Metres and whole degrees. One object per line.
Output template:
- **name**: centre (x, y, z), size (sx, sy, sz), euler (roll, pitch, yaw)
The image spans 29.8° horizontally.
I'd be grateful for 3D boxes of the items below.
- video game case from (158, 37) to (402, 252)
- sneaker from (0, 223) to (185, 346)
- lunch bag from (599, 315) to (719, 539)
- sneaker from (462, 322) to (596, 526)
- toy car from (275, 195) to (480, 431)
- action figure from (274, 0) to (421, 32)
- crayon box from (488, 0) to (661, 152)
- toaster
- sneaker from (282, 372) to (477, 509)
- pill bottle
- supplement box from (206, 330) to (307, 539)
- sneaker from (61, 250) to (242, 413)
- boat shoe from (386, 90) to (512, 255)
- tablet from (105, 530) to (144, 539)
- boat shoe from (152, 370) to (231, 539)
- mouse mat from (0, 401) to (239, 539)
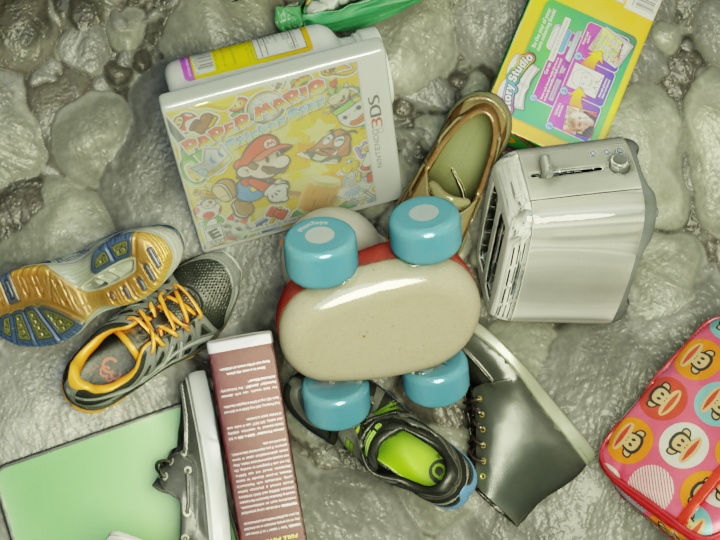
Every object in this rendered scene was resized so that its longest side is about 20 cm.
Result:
- **video game case**: centre (-0.065, -0.108, 1.208), size (0.198, 0.183, 0.023), euler (-15, 48, -5)
- **sneaker**: centre (-0.246, 0.012, 1.230), size (0.198, 0.088, 0.076), euler (-16, 100, 17)
- **lunch bag**: centre (0.330, 0.156, 1.199), size (0.200, 0.082, 0.176), euler (-47, 50, -8)
- **sneaker**: centre (0.113, 0.132, 1.231), size (0.106, 0.075, 0.200), euler (-43, 88, -7)
- **toy car**: centre (0.000, 0.000, 1.196), size (0.175, 0.201, 0.186), euler (-12, 125, -8)
- **action figure**: centre (0.014, -0.260, 1.267), size (0.198, 0.118, 0.055), euler (-16, 92, 5)
- **crayon box**: centre (0.198, -0.201, 1.285), size (0.118, 0.058, 0.202), euler (24, 82, 0)
- **toaster**: centre (0.178, -0.027, 1.210), size (0.127, 0.201, 0.115), euler (-1, 50, -6)
- **sneaker**: centre (0.015, 0.142, 1.209), size (0.198, 0.083, 0.071), euler (31, 84, 21)
- **pill bottle**: centre (-0.073, -0.164, 1.242), size (0.198, 0.104, 0.105), euler (-15, 84, -5)
- **supplement box**: centre (-0.090, 0.158, 1.192), size (0.060, 0.109, 0.203), euler (-10, 87, -6)
- **sneaker**: centre (-0.187, 0.056, 1.222), size (0.200, 0.077, 0.078), euler (-42, 86, -9)
- **boat shoe**: centre (0.074, -0.068, 1.229), size (0.075, 0.074, 0.202), euler (22, 105, 3)
- **tablet**: centre (-0.133, 0.289, 1.174), size (0.198, 0.131, 0.014), euler (21, 50, -3)
- **boat shoe**: centre (-0.153, 0.193, 1.209), size (0.065, 0.070, 0.203), euler (-7, 91, -6)
- **mouse mat**: centre (-0.220, 0.225, 1.234), size (0.198, 0.008, 0.163), euler (-18, 85, -7)
